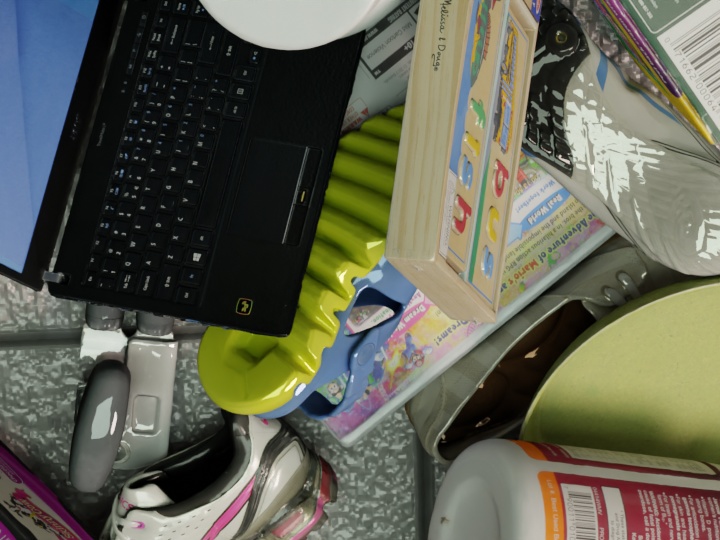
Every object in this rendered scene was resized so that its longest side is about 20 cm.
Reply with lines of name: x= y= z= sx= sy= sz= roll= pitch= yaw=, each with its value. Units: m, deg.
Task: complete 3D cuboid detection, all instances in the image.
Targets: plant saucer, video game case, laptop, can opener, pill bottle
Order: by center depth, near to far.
pill bottle: x=-0.017 y=-0.172 z=1.260 sx=0.113 sy=0.200 sz=0.113 roll=3 pitch=108 yaw=10
laptop: x=-0.117 y=-0.079 z=1.305 sx=0.200 sy=0.103 sz=0.177 roll=10 pitch=73 yaw=12
pill bottle: x=0.144 y=0.150 z=1.390 sx=0.200 sy=0.110 sz=0.110 roll=8 pitch=111 yaw=-25
video game case: x=0.014 y=-0.036 z=1.395 sx=0.200 sy=0.024 sz=0.182 roll=-39 pitch=108 yaw=-1
can opener: x=-0.120 y=0.019 z=1.413 sx=0.053 sy=0.066 sz=0.200 roll=5 pitch=105 yaw=-5
plant saucer: x=0.175 y=0.071 z=1.425 sx=0.200 sy=0.031 sz=0.200 roll=-10 pitch=134 yaw=-11

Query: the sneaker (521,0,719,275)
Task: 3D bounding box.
sneaker: x=0.122 y=-0.073 z=1.363 sx=0.200 sy=0.072 sz=0.072 roll=45 pitch=97 yaw=1

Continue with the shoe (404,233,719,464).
shoe: x=0.114 y=0.041 z=1.430 sx=0.200 sy=0.053 sz=0.070 roll=-34 pitch=108 yaw=10

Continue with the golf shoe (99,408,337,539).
golf shoe: x=-0.114 y=0.146 z=1.445 sx=0.200 sy=0.073 sz=0.092 roll=-40 pitch=125 yaw=6

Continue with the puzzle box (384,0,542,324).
puzzle box: x=0.053 y=-0.084 z=1.262 sx=0.025 sy=0.133 sz=0.200 roll=5 pitch=79 yaw=16

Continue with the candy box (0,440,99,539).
candy box: x=-0.237 y=0.193 z=1.437 sx=0.136 sy=0.061 sz=0.200 roll=41 pitch=109 yaw=25

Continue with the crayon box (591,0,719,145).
crayon box: x=0.120 y=-0.172 z=1.284 sx=0.058 sy=0.173 sz=0.200 roll=-35 pitch=108 yaw=5

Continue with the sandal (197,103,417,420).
sandal: x=0.000 y=0.000 z=1.358 sx=0.200 sy=0.079 sz=0.087 roll=-49 pitch=146 yaw=-5
